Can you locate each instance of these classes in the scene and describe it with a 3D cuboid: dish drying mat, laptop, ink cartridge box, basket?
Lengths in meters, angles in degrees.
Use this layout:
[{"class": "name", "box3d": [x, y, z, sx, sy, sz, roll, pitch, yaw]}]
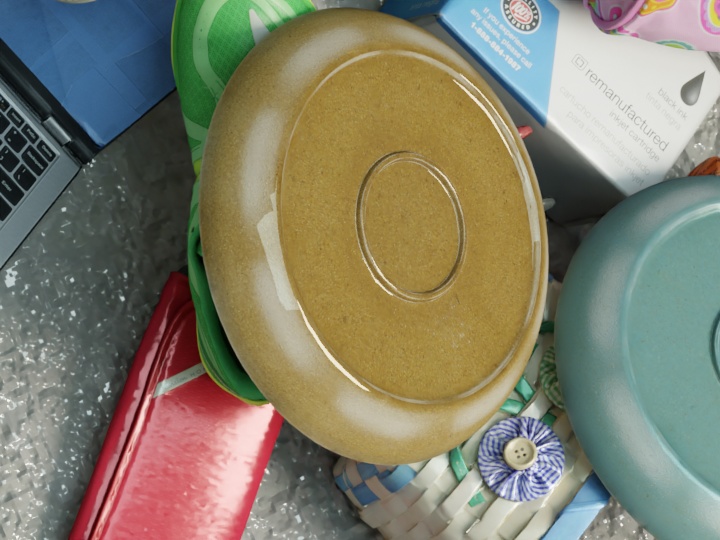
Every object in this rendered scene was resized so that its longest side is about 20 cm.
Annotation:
[{"class": "dish drying mat", "box3d": [-0.087, 0.106, 1.242, 0.077, 0.018, 0.200, 22, 84, -21]}, {"class": "laptop", "box3d": [-0.166, -0.114, 1.181, 0.187, 0.116, 0.200, 48, 47, -16]}, {"class": "ink cartridge box", "box3d": [0.120, -0.146, 1.354, 0.146, 0.086, 0.200, 42, 70, -18]}, {"class": "basket", "box3d": [0.101, 0.109, 1.287, 0.200, 0.139, 0.176, 39, 69, -8]}]

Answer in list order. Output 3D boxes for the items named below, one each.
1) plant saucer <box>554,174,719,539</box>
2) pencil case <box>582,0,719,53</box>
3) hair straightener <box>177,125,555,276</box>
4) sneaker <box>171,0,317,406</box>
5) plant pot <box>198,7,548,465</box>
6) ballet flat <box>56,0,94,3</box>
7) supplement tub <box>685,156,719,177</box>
[{"class": "plant saucer", "box3d": [0.184, 0.044, 1.250, 0.200, 0.027, 0.201, 8, 66, -19]}, {"class": "pencil case", "box3d": [0.201, -0.130, 1.302, 0.200, 0.087, 0.088, 12, 80, -29]}, {"class": "hair straightener", "box3d": [0.000, 0.000, 1.280, 0.200, 0.041, 0.077, -21, 90, -11]}, {"class": "sneaker", "box3d": [-0.041, -0.038, 1.186, 0.074, 0.084, 0.201, -5, 102, -6]}, {"class": "plant pot", "box3d": [0.016, -0.017, 1.177, 0.200, 0.027, 0.201, 9, 76, -42]}, {"class": "ballet flat", "box3d": [-0.061, -0.173, 1.178, 0.200, 0.064, 0.068, -24, 85, -11]}, {"class": "supplement tub", "box3d": [0.231, 0.037, 1.359, 0.200, 0.123, 0.123, 33, 71, -6]}]
